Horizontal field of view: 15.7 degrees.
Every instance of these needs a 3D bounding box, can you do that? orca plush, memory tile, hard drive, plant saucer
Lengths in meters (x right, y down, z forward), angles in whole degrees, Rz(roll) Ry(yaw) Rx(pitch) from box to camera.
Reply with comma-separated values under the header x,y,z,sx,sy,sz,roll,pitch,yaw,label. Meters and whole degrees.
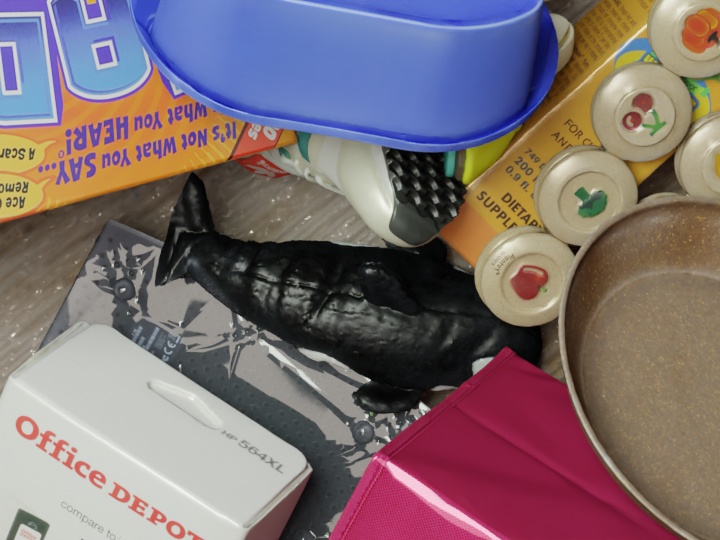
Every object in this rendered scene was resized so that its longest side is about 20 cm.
x,y,z,sx,sy,sz,roll,pitch,yaw,label
0.000,0.000,1.309,0.200,0.071,0.105,30,62,5,orca plush
0.165,-0.033,1.276,0.153,0.017,0.200,29,105,-17,memory tile
-0.073,0.074,1.363,0.200,0.042,0.135,30,97,11,hard drive
0.175,0.059,1.225,0.200,0.200,0.037,48,140,9,plant saucer

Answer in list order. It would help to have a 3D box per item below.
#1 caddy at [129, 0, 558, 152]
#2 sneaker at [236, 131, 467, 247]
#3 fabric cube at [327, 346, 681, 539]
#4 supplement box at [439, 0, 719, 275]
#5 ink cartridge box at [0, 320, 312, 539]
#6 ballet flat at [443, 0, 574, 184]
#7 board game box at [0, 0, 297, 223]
x,y,z,sx,sy,sz,roll,pitch,yaw,label
-0.003,-0.127,1.183,0.200,0.105,0.141,10,50,-5,caddy
-0.015,-0.063,1.299,0.093,0.070,0.200,-41,41,19,sneaker
0.081,0.187,1.230,0.199,0.200,0.196,31,113,12,fabric cube
0.120,-0.081,1.295,0.200,0.069,0.067,-44,111,8,supplement box
-0.134,0.150,1.324,0.146,0.084,0.200,31,120,12,ink cartridge box
0.072,-0.128,1.281,0.067,0.067,0.200,1,53,-2,ballet flat
-0.188,-0.125,1.260,0.200,0.200,0.200,-9,97,48,board game box
